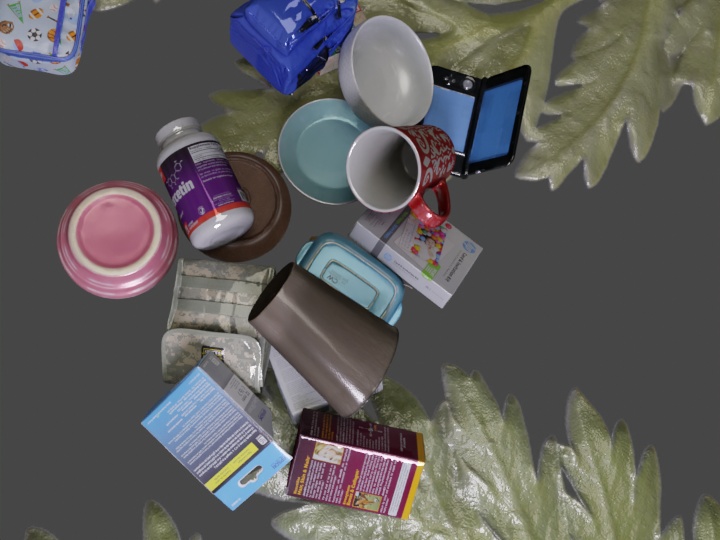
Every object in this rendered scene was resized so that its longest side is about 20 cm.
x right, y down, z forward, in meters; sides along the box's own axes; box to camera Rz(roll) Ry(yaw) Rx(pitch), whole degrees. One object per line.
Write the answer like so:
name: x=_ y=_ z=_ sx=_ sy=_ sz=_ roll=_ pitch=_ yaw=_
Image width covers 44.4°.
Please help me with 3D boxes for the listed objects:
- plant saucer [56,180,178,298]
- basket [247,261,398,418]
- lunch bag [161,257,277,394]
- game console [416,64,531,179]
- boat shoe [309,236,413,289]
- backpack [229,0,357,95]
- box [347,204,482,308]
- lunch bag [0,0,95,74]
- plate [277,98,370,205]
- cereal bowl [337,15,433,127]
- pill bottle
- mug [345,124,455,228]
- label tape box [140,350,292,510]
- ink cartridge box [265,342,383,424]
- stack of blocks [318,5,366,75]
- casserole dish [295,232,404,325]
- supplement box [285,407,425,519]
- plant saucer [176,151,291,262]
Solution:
plant saucer: x=-0.402 y=-0.057 z=1.458 sx=0.197 sy=0.051 sz=0.204 roll=2 pitch=74 yaw=-7
basket: x=-0.060 y=0.092 z=1.333 sx=0.199 sy=0.136 sz=0.181 roll=40 pitch=40 yaw=-14
lunch bag: x=-0.221 y=0.094 z=1.403 sx=0.161 sy=0.118 sz=0.203 roll=6 pitch=74 yaw=3
game console: x=0.192 y=-0.280 z=1.573 sx=0.173 sy=0.117 sz=0.203 roll=16 pitch=72 yaw=-4
boat shoe: x=0.000 y=0.000 z=1.495 sx=0.197 sy=0.073 sz=0.066 roll=20 pitch=92 yaw=-3
backpack: x=-0.098 y=-0.426 z=1.486 sx=0.163 sy=0.168 sz=0.200 roll=46 pitch=73 yaw=-1
box: x=0.096 y=-0.047 z=1.496 sx=0.199 sy=0.041 sz=0.156 roll=39 pitch=42 yaw=3
lunch bag: x=-0.549 y=-0.447 z=1.537 sx=0.157 sy=0.076 sz=0.204 roll=6 pitch=74 yaw=-9
plate: x=-0.049 y=-0.209 z=1.566 sx=0.196 sy=0.026 sz=0.204 roll=2 pitch=75 yaw=-8
cereal bowl: x=0.034 y=-0.340 z=1.560 sx=0.198 sy=0.083 sz=0.204 roll=7 pitch=79 yaw=-40
pill bottle: x=-0.259 y=-0.143 z=1.436 sx=0.111 sy=0.113 sz=0.202 roll=-25 pitch=78 yaw=-14
mug: x=0.081 y=-0.160 z=1.478 sx=0.132 sy=0.200 sz=0.181 roll=-9 pitch=99 yaw=27
label tape box: x=-0.214 y=0.246 z=1.351 sx=0.200 sy=0.066 sz=0.143 roll=45 pitch=109 yaw=-8
ink cartridge box: x=-0.072 y=0.134 z=1.464 sx=0.160 sy=0.057 sz=0.202 roll=-19 pitch=57 yaw=-13
stack of blocks: x=-0.085 y=-0.420 z=1.603 sx=0.198 sy=0.059 sz=0.116 roll=-26 pitch=79 yaw=-14
casserole dish: x=-0.018 y=0.023 z=1.439 sx=0.199 sy=0.039 sz=0.122 roll=34 pitch=87 yaw=-1
supplement box: x=-0.008 y=0.299 z=1.371 sx=0.197 sy=0.086 sz=0.112 roll=13 pitch=111 yaw=-4
plant saucer: x=-0.215 y=-0.115 z=1.511 sx=0.197 sy=0.035 sz=0.204 roll=2 pitch=75 yaw=-7
